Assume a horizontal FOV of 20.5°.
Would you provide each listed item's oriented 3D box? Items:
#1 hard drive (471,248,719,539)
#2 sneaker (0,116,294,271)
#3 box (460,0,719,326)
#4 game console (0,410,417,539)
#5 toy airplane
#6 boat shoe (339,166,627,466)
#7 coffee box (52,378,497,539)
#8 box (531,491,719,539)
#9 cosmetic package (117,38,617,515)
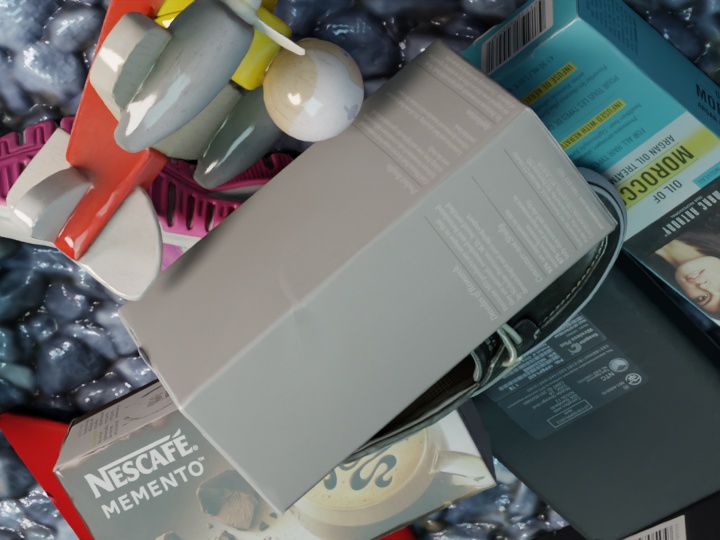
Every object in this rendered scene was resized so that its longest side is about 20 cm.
[{"bbox_3d":[0.126,0.065,1.099,0.139,0.033,0.200,-32,120,28],"label":"hard drive"},{"bbox_3d":[-0.104,-0.015,1.015,0.200,0.081,0.088,11,130,-6],"label":"sneaker"},{"bbox_3d":[0.144,-0.057,0.981,0.200,0.049,0.082,36,125,-25],"label":"box"},{"bbox_3d":[-0.086,0.130,1.188,0.172,0.119,0.200,-34,129,-8],"label":"game console"},{"bbox_3d":[-0.071,-0.080,0.874,0.141,0.200,0.199,16,133,6],"label":"toy airplane"},{"bbox_3d":[0.050,0.031,0.943,0.200,0.071,0.072,-41,104,4],"label":"boat shoe"},{"bbox_3d":[-0.044,0.094,1.037,0.200,0.080,0.113,-26,104,7],"label":"coffee box"},{"bbox_3d":[0.216,0.229,1.196,0.148,0.107,0.200,-26,124,25],"label":"box"},{"bbox_3d":[0.000,0.000,0.887,0.200,0.107,0.090,-42,122,2],"label":"cosmetic package"}]
